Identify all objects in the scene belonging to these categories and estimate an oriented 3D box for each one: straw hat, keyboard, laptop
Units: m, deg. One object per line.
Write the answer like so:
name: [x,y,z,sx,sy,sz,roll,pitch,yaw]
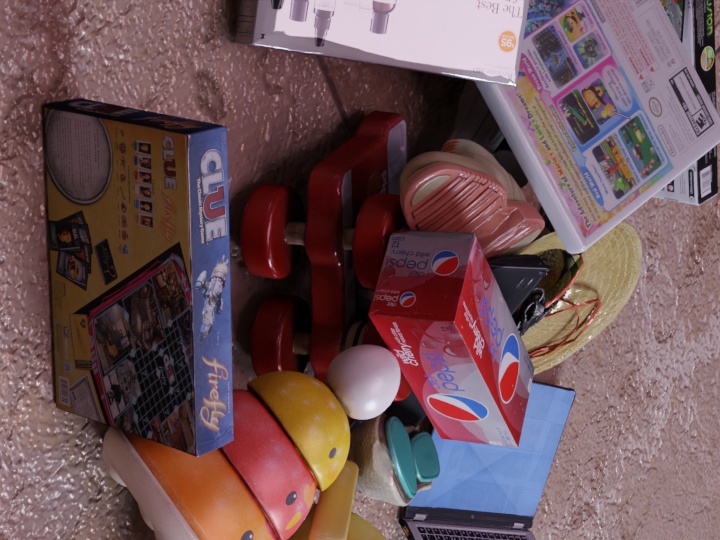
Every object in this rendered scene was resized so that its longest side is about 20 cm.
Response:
straw hat: [0.126,0.000,1.526,0.200,0.085,0.202,-23,147,-16]
keyboard: [0.076,0.059,1.459,0.127,0.021,0.200,2,136,-46]
laptop: [0.135,0.203,1.578,0.116,0.201,0.187,-43,148,25]

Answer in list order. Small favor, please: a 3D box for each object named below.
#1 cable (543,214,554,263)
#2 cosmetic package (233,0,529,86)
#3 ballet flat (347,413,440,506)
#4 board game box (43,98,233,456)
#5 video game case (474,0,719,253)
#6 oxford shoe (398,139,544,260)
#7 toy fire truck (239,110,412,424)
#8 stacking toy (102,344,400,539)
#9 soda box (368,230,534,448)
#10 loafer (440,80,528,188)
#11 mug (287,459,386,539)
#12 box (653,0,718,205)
cable: [0.175,-0.104,1.613,0.097,0.050,0.201,-33,136,-45]
cosmetic package: [0.017,-0.182,1.317,0.199,0.051,0.083,6,98,-21]
ballet flat: [0.015,0.146,1.411,0.200,0.062,0.068,38,39,-75]
board game box: [-0.138,0.002,1.186,0.034,0.135,0.202,-17,113,-46]
video game case: [0.174,-0.144,1.439,0.182,0.024,0.201,-36,103,-29]
oxford shoe: [0.065,-0.057,1.339,0.071,0.074,0.200,-34,160,12]
toy fire truck: [0.000,0.000,1.382,0.168,0.111,0.202,-42,132,-59]
stacking toy: [-0.057,0.114,1.260,0.200,0.146,0.147,-36,130,-8]
soda box: [0.067,0.051,1.327,0.200,0.063,0.070,60,40,-55]
loafer: [0.095,-0.077,1.463,0.070,0.069,0.201,72,37,-64]
mug: [-0.024,0.237,1.349,0.149,0.186,0.154,40,31,-16]
box: [0.246,-0.162,1.612,0.035,0.110,0.201,-27,120,-43]
